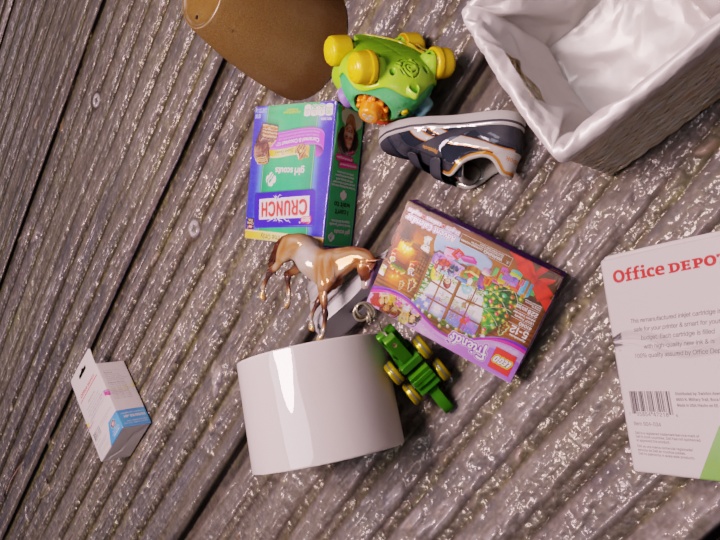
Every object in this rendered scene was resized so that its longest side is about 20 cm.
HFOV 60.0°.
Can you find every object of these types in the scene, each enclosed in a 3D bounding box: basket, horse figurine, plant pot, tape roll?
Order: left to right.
[{"bbox_3d":[-0.151,-0.370,0.912,0.184,0.198,0.190,-3,85,39],"label":"plant pot"},{"bbox_3d":[-0.070,0.003,0.837,0.199,0.049,0.134,32,107,40],"label":"horse figurine"},{"bbox_3d":[-0.052,0.171,0.805,0.201,0.201,0.142,-21,75,37],"label":"tape roll"},{"bbox_3d":[0.244,-0.230,0.599,0.200,0.160,0.200,-41,64,32],"label":"basket"}]

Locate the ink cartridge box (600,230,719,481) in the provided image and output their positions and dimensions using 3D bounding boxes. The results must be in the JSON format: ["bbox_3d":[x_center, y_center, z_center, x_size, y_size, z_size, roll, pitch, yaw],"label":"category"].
[{"bbox_3d":[0.310,0.075,0.554,0.145,0.083,0.204,-18,77,59],"label":"ink cartridge box"}]

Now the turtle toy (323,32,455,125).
[{"bbox_3d":[0.024,-0.251,0.813,0.200,0.144,0.103,-130,37,-49],"label":"turtle toy"}]

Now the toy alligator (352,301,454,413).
[{"bbox_3d":[0.051,0.100,0.769,0.059,0.200,0.054,-40,23,1],"label":"toy alligator"}]

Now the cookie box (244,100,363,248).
[{"bbox_3d":[-0.086,-0.139,0.928,0.169,0.075,0.204,8,94,38],"label":"cookie box"}]

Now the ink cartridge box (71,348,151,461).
[{"bbox_3d":[-0.514,0.269,1.277,0.116,0.067,0.201,-51,59,26],"label":"ink cartridge box"}]

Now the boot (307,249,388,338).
[{"bbox_3d":[0.000,0.000,0.855,0.199,0.073,0.096,-38,51,21],"label":"boot"}]

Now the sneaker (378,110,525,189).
[{"bbox_3d":[0.102,-0.144,0.768,0.198,0.078,0.081,3,84,38],"label":"sneaker"}]

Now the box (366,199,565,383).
[{"bbox_3d":[0.119,0.021,0.733,0.198,0.039,0.139,28,107,17],"label":"box"}]
